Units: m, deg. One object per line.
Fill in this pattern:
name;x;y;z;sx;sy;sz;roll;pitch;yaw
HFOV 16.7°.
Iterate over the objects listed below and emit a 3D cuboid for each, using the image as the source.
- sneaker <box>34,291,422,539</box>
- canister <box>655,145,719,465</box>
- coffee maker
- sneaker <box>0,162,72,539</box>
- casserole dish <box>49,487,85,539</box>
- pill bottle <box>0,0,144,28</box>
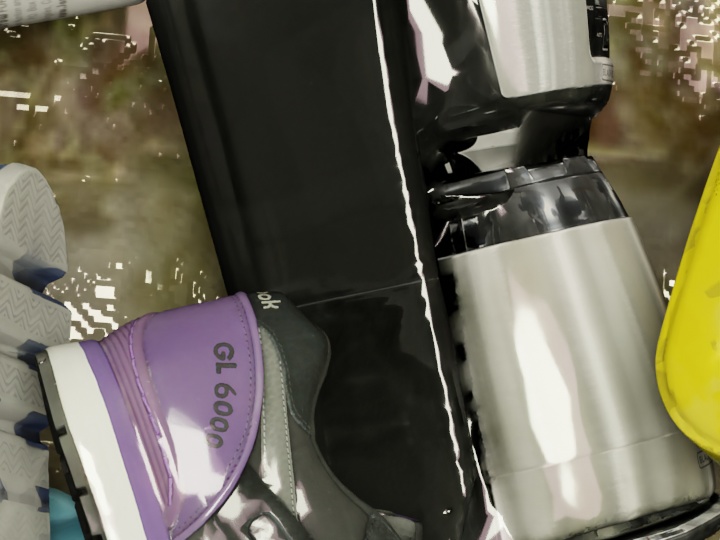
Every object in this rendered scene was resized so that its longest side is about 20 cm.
sneaker;-0.016;0.104;0.655;0.088;0.076;0.200;-18;93;-10
canister;0.164;0.018;0.727;0.087;0.200;0.149;15;79;29
coffee maker;0.000;0.000;0.736;0.192;0.135;0.200;-13;89;-10
sneaker;-0.147;0.069;0.674;0.115;0.081;0.199;1;76;15
casserole dish;-0.086;0.164;0.723;0.121;0.039;0.200;-17;88;27
pill bottle;-0.166;-0.119;0.725;0.200;0.114;0.114;-11;87;-9
